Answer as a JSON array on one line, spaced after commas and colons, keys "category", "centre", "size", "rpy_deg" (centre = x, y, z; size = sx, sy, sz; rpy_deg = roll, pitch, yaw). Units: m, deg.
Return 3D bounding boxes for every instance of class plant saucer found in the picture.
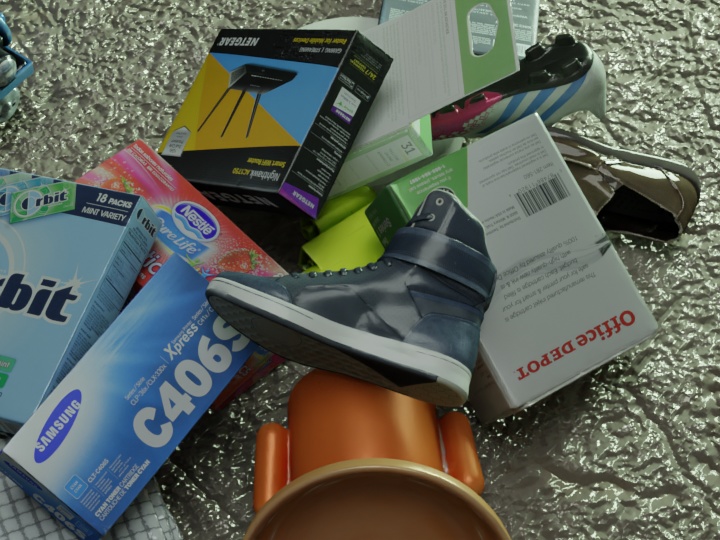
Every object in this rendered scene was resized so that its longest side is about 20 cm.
[{"category": "plant saucer", "centre": [0.012, 0.213, 1.296], "size": [0.199, 0.201, 0.037], "rpy_deg": [0, 26, 1]}]

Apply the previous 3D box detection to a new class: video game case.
[{"category": "video game case", "centre": [0.094, -0.258, 1.711], "size": [0.142, 0.019, 0.200], "rpy_deg": [10, 44, 0]}]

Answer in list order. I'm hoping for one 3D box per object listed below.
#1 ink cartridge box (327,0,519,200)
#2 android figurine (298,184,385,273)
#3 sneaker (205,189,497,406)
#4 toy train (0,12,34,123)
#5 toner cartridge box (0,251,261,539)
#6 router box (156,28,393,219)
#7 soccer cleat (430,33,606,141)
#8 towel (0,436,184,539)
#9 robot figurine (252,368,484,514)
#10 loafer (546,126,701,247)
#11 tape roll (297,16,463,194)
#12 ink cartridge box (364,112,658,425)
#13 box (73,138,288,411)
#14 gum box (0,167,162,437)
[{"category": "ink cartridge box", "centre": [0.045, -0.156, 1.536], "size": [0.200, 0.048, 0.146], "rpy_deg": [-22, 43, 19]}, {"category": "android figurine", "centre": [0.035, 0.001, 1.518], "size": [0.200, 0.041, 0.182], "rpy_deg": [-34, 69, -25]}, {"category": "sneaker", "centre": [0.000, 0.001, 1.355], "size": [0.202, 0.077, 0.147], "rpy_deg": [19, 70, 1]}, {"category": "toy train", "centre": [-0.375, -0.200, 1.644], "size": [0.200, 0.114, 0.087], "rpy_deg": [31, 63, 22]}, {"category": "toner cartridge box", "centre": [-0.163, 0.091, 1.341], "size": [0.095, 0.043, 0.200], "rpy_deg": [40, 63, -5]}, {"category": "router box", "centre": [-0.077, -0.125, 1.533], "size": [0.200, 0.051, 0.150], "rpy_deg": [9, 70, 52]}, {"category": "soccer cleat", "centre": [0.114, -0.133, 1.578], "size": [0.199, 0.086, 0.070], "rpy_deg": [-14, 45, 16]}, {"category": "towel", "centre": [-0.217, 0.209, 1.361], "size": [0.165, 0.086, 0.200], "rpy_deg": [-20, 54, -15]}, {"category": "robot figurine", "centre": [0.003, 0.146, 1.382], "size": [0.144, 0.117, 0.200], "rpy_deg": [19, 47, -29]}, {"category": "loafer", "centre": [0.186, -0.067, 1.547], "size": [0.199, 0.073, 0.071], "rpy_deg": [7, 41, 1]}, {"category": "tape roll", "centre": [-0.006, -0.139, 1.640], "size": [0.202, 0.037, 0.203], "rpy_deg": [0, 54, 0]}, {"category": "ink cartridge box", "centre": [0.117, 0.001, 1.459], "size": [0.146, 0.084, 0.200], "rpy_deg": [-26, 83, -20]}, {"category": "box", "centre": [-0.148, 0.003, 1.499], "size": [0.095, 0.103, 0.200], "rpy_deg": [-36, 59, -22]}, {"category": "gum box", "centre": [-0.268, 0.022, 1.419], "size": [0.169, 0.045, 0.200], "rpy_deg": [12, 64, 26]}]
